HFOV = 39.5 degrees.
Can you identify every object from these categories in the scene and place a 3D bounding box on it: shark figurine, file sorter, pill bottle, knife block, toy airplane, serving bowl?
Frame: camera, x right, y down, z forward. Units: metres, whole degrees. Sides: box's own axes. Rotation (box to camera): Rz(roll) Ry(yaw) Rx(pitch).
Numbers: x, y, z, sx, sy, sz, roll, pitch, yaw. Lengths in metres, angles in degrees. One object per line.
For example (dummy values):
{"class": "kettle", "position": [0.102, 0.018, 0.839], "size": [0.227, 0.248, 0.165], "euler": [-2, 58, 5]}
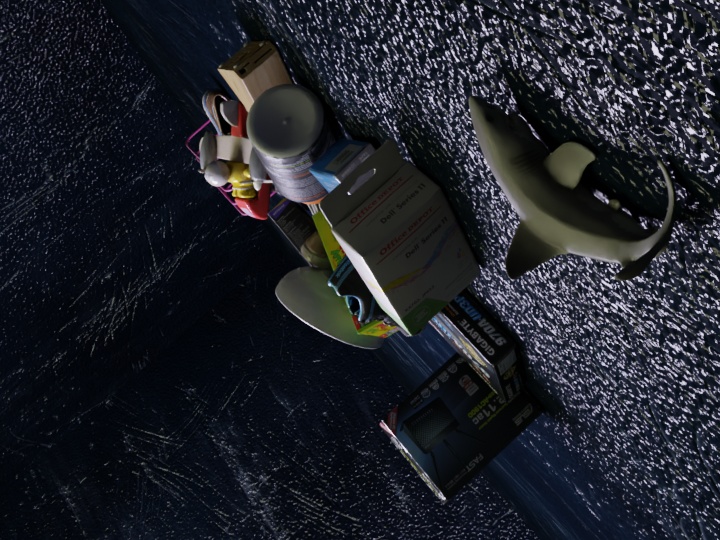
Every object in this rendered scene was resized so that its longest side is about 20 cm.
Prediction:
{"class": "shark figurine", "position": [0.136, -0.024, 0.657], "size": [0.129, 0.089, 0.214], "euler": [53, 176, -36]}
{"class": "file sorter", "position": [-0.292, -0.247, 2.315], "size": [0.139, 0.125, 0.201], "euler": [44, 171, 42]}
{"class": "pill bottle", "position": [-0.083, -0.159, 1.361], "size": [0.106, 0.106, 0.200], "euler": [47, 173, 19]}
{"class": "knife block", "position": [-0.117, -0.230, 1.399], "size": [0.176, 0.064, 0.200], "euler": [52, 174, -20]}
{"class": "toy airplane", "position": [-0.217, -0.203, 1.777], "size": [0.200, 0.140, 0.201], "euler": [52, 148, 13]}
{"class": "serving bowl", "position": [-0.038, 0.047, 1.637], "size": [0.197, 0.067, 0.200], "euler": [26, -168, -6]}

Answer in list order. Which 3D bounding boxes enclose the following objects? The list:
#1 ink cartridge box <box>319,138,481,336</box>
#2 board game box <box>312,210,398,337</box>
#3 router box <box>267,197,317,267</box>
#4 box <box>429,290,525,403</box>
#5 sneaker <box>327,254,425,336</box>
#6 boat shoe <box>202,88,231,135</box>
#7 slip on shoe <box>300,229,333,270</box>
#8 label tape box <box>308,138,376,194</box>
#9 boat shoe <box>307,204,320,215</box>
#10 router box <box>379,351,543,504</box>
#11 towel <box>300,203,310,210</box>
{"class": "ink cartridge box", "position": [0.047, -0.033, 1.101], "size": [0.067, 0.117, 0.201], "euler": [43, 171, 42]}
{"class": "board game box", "position": [0.000, 0.000, 1.560], "size": [0.101, 0.047, 0.203], "euler": [14, -129, -63]}
{"class": "router box", "position": [-0.086, -0.051, 1.829], "size": [0.158, 0.052, 0.200], "euler": [49, -178, 5]}
{"class": "box", "position": [0.144, 0.077, 1.395], "size": [0.200, 0.046, 0.159], "euler": [47, 173, 27]}
{"class": "sneaker", "position": [0.021, 0.035, 1.309], "size": [0.073, 0.082, 0.200], "euler": [39, 171, 43]}
{"class": "boat shoe", "position": [-0.262, -0.287, 2.099], "size": [0.201, 0.072, 0.072], "euler": [53, 172, -20]}
{"class": "slip on shoe", "position": [-0.014, -0.034, 1.689], "size": [0.198, 0.061, 0.076], "euler": [14, -153, -44]}
{"class": "label tape box", "position": [0.033, -0.068, 1.252], "size": [0.201, 0.063, 0.144], "euler": [49, 175, -17]}
{"class": "boat shoe", "position": [-0.099, -0.162, 1.635], "size": [0.202, 0.065, 0.072], "euler": [56, 174, -15]}
{"class": "router box", "position": [0.147, 0.218, 1.473], "size": [0.150, 0.199, 0.062], "euler": [48, 169, 11]}
{"class": "towel", "position": [-0.149, -0.201, 1.892], "size": [0.201, 0.048, 0.112], "euler": [49, 175, 12]}
